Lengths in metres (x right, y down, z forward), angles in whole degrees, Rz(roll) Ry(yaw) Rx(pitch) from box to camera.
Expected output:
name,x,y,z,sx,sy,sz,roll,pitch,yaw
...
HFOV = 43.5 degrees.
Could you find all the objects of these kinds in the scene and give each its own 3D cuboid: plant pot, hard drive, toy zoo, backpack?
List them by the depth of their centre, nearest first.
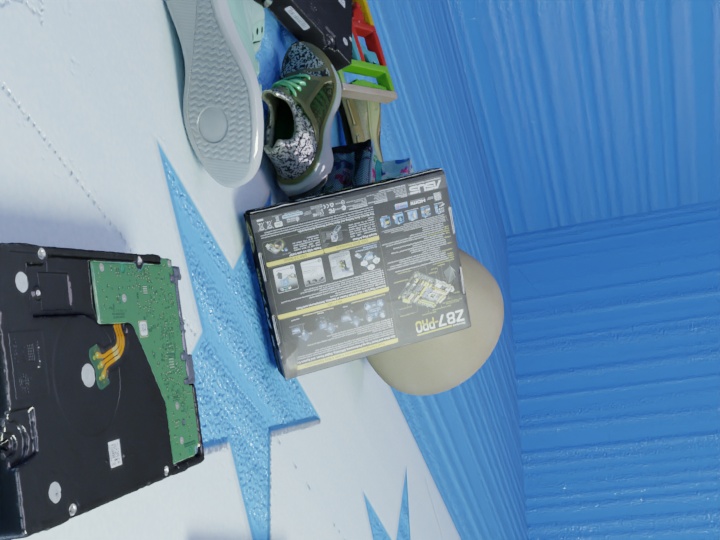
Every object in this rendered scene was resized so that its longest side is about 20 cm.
name,x,y,z,sx,sy,sz,roll,pitch,yaw
hard drive,-0.156,0.060,0.522,0.200,0.037,0.142,2,80,-75
backpack,0.001,-0.022,1.004,0.179,0.148,0.202,75,19,-47
hard drive,-0.061,-0.360,1.101,0.139,0.037,0.203,37,44,-47
plant pot,0.066,0.038,1.140,0.134,0.197,0.203,45,37,-47
toy zoo,-0.021,-0.324,1.202,0.130,0.020,0.203,-5,76,-55

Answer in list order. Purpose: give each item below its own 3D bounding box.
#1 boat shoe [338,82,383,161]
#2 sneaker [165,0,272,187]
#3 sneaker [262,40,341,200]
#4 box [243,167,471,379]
name,x,y,z,sx,sy,sz,roll,pitch,yaw
boat shoe,-0.005,-0.162,1.245,0.073,0.062,0.205,143,-53,-77
sneaker,-0.106,-0.175,0.798,0.118,0.073,0.204,-13,91,-69
sneaker,-0.070,-0.181,0.969,0.089,0.076,0.203,46,34,-51
box,0.000,0.000,0.876,0.049,0.197,0.164,-163,-121,-74
